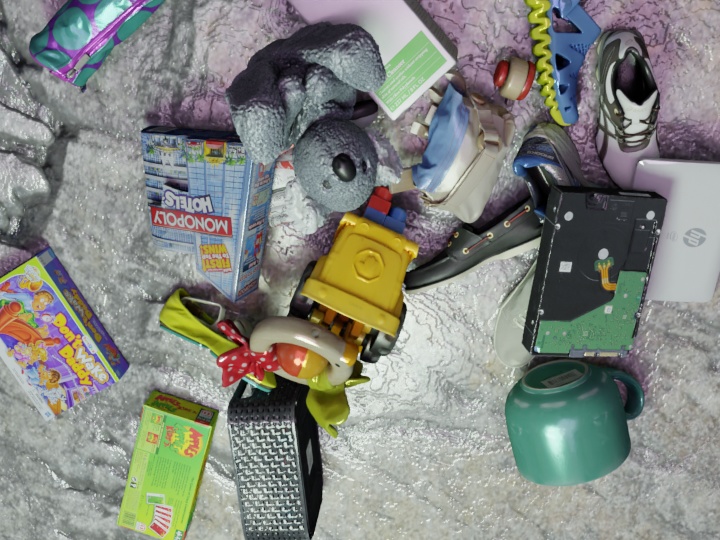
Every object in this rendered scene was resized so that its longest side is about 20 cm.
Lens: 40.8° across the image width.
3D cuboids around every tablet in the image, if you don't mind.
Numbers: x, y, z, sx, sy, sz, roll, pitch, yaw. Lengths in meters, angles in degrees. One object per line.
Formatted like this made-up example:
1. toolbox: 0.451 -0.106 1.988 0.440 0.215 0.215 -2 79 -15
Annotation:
1. tablet: 0.386 -0.045 1.180 0.127 0.014 0.203 4 127 5

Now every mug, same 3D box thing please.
1. mug: 0.267 0.178 1.241 0.150 0.185 0.117 -7 108 34

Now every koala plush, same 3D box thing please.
1. koala plush: -0.043 -0.153 1.082 0.176 0.184 0.202 -34 118 -5

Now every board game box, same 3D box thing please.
1. board game box: -0.191 -0.070 1.205 0.196 0.061 0.204 8 110 27
2. board game box: -0.274 0.282 1.376 0.100 0.048 0.204 17 110 0
3. board game box: -0.430 0.088 1.328 0.133 0.045 0.202 -28 104 14

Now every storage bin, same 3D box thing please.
1. storage bin: -0.110 0.246 1.298 0.092 0.136 0.204 -4 109 7

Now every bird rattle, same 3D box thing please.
1. bird rattle: -0.078 0.097 1.159 0.198 0.114 0.163 31 147 -3

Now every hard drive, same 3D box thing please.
1. hard drive: 0.273 0.004 1.139 0.137 0.038 0.204 1 110 -13

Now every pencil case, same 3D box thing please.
1. pencil case: -0.299 -0.307 1.153 0.199 0.093 0.085 -39 142 16

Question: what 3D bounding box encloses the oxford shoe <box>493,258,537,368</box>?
1. oxford shoe: 0.221 0.052 1.224 0.074 0.058 0.202 20 126 -4

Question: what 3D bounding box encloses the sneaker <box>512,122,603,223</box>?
1. sneaker: 0.250 -0.075 1.167 0.201 0.085 0.077 49 143 -5

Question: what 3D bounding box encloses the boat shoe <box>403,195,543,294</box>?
1. boat shoe: 0.139 -0.030 1.214 0.198 0.074 0.064 -25 98 11

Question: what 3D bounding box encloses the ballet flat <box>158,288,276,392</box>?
1. ballet flat: -0.182 0.084 1.266 0.198 0.067 0.068 28 92 24

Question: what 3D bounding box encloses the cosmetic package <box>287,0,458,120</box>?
1. cosmetic package: 0.013 -0.291 1.130 0.107 0.085 0.200 -41 101 20

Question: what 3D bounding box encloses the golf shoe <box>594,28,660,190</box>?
1. golf shoe: 0.313 -0.176 1.132 0.076 0.095 0.204 -12 109 9

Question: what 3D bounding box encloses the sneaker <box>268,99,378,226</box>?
1. sneaker: -0.049 -0.127 1.200 0.198 0.067 0.109 -23 101 18

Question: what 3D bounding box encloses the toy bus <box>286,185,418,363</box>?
1. toy bus: 0.000 0.000 1.205 0.133 0.200 0.195 22 74 -3

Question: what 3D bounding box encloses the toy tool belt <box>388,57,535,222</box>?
1. toy tool belt: 0.115 -0.168 1.142 0.121 0.125 0.203 17 110 -9

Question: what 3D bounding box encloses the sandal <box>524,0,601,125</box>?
1. sandal: 0.239 -0.270 1.119 0.085 0.080 0.204 -9 109 5
